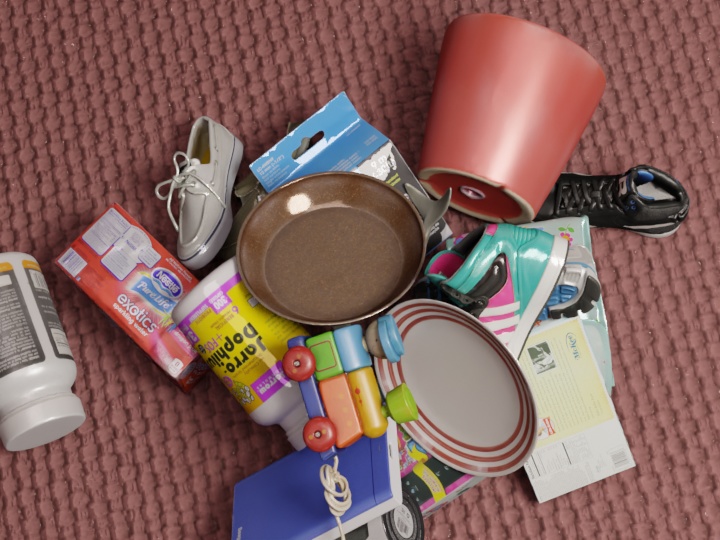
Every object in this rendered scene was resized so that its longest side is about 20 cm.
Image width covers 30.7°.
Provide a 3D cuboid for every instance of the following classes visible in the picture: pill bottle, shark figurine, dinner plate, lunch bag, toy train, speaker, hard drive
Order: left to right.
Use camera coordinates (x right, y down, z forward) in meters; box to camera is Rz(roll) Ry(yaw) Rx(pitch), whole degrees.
[{"bbox_3d":[-0.386,0.091,1.469,0.115,0.117,0.202,-23,75,-4],"label":"pill bottle"},{"bbox_3d":[-0.102,0.090,1.383,0.104,0.104,0.201,-40,89,-8],"label":"pill bottle"},{"bbox_3d":[-0.048,0.231,1.356,0.199,0.025,0.133,-31,33,19],"label":"hard drive"},{"bbox_3d":[-0.034,0.285,1.377,0.198,0.081,0.082,-21,72,31],"label":"speaker"},{"bbox_3d":[0.006,0.149,1.279,0.114,0.085,0.202,-19,82,12],"label":"toy train"},{"bbox_3d":[0.021,0.003,1.429,0.213,0.089,0.129,-28,106,-7],"label":"shark figurine"},{"bbox_3d":[0.096,0.114,1.300,0.200,0.201,0.024,42,47,12],"label":"dinner plate"},{"bbox_3d":[0.186,0.054,1.457,0.168,0.122,0.203,-8,80,0],"label":"lunch bag"}]

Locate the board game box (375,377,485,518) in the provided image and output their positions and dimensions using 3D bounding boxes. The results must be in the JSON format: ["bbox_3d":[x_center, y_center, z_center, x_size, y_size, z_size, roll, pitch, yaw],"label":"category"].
[{"bbox_3d":[0.049,0.189,1.410,0.199,0.064,0.148,-39,74,24],"label":"board game box"}]

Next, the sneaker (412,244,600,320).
[{"bbox_3d":[0.154,0.011,1.383,0.197,0.076,0.087,-5,34,14],"label":"sneaker"}]

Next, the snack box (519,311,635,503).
[{"bbox_3d":[0.210,0.144,1.409,0.115,0.037,0.202,-21,112,6],"label":"snack box"}]

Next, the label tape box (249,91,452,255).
[{"bbox_3d":[-0.010,-0.079,1.485,0.143,0.066,0.201,-38,108,-8],"label":"label tape box"}]

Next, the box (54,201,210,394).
[{"bbox_3d":[-0.238,0.032,1.490,0.200,0.096,0.100,42,79,11],"label":"box"}]

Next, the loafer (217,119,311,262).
[{"bbox_3d":[-0.115,-0.092,1.530,0.069,0.075,0.202,24,77,4],"label":"loafer"}]

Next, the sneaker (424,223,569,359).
[{"bbox_3d":[0.114,0.036,1.304,0.119,0.084,0.202,23,112,-2],"label":"sneaker"}]

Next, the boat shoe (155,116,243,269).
[{"bbox_3d":[-0.188,-0.099,1.491,0.074,0.086,0.204,-19,44,33],"label":"boat shoe"}]

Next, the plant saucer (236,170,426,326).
[{"bbox_3d":[-0.029,-0.017,1.364,0.197,0.037,0.202,-3,53,4],"label":"plant saucer"}]

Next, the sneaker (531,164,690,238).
[{"bbox_3d":[0.277,-0.090,1.496,0.197,0.112,0.074,5,74,3],"label":"sneaker"}]

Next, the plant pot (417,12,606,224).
[{"bbox_3d":[0.157,-0.161,1.475,0.198,0.201,0.179,20,77,7],"label":"plant pot"}]
